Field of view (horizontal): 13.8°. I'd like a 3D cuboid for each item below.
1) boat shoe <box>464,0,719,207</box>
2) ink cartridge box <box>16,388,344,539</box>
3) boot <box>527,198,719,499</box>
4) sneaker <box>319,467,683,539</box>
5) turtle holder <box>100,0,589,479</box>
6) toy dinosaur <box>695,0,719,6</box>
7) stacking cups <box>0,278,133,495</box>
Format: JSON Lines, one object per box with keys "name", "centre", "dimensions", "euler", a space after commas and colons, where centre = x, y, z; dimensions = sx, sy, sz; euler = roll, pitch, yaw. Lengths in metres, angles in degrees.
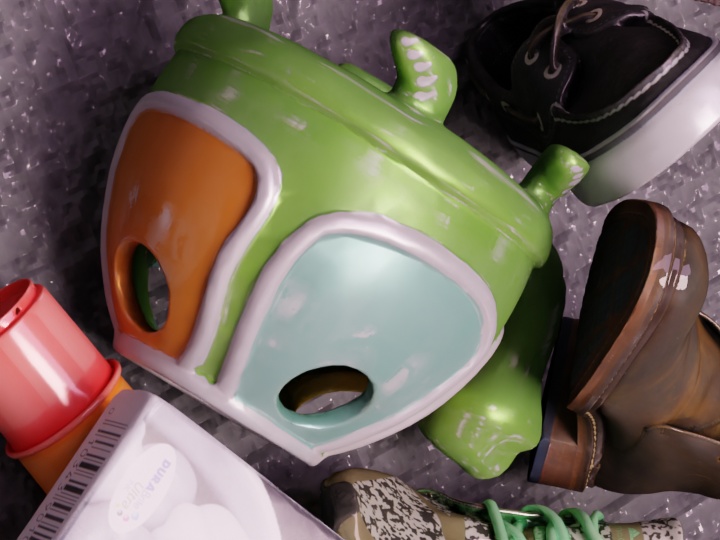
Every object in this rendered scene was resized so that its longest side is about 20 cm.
{"name": "boat shoe", "centre": [0.078, -0.066, 1.042], "dimensions": [0.069, 0.200, 0.057], "euler": [-43, 100, -6]}
{"name": "ink cartridge box", "centre": [-0.051, 0.175, 0.933], "dimensions": [0.200, 0.043, 0.199], "euler": [38, 76, -19]}
{"name": "boot", "centre": [0.119, 0.033, 1.028], "dimensions": [0.096, 0.200, 0.075], "euler": [13, 70, -1]}
{"name": "sneaker", "centre": [0.070, 0.104, 1.047], "dimensions": [0.199, 0.089, 0.077], "euler": [28, 33, -37]}
{"name": "turtle holder", "centre": [-0.010, -0.006, 1.002], "dimensions": [0.132, 0.140, 0.185], "euler": [-61, 157, -5]}
{"name": "toy dinosaur", "centre": [0.049, -0.161, 1.077], "dimensions": [0.135, 0.086, 0.201], "euler": [-25, 85, -37]}
{"name": "stacking cups", "centre": [-0.062, 0.092, 0.975], "dimensions": [0.200, 0.060, 0.061], "euler": [51, 56, -19]}
